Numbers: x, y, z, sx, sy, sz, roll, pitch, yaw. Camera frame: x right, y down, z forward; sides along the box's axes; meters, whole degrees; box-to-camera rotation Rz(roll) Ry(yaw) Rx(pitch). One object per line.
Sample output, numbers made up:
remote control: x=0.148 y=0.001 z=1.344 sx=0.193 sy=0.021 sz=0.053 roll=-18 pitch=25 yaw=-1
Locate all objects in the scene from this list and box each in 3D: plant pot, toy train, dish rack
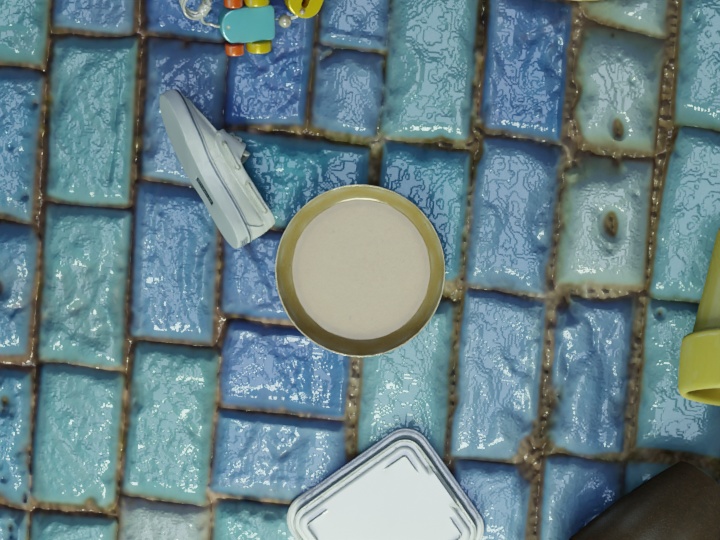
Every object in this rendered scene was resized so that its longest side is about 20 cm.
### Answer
plant pot: x=0.453 y=0.049 z=1.534 sx=0.199 sy=0.201 sz=0.190 roll=5 pitch=78 yaw=4
plant pot: x=0.333 y=0.319 z=1.573 sx=0.187 sy=0.187 sz=0.200 roll=41 pitch=81 yaw=1
toy train: x=-0.108 y=-0.341 z=1.596 sx=0.200 sy=0.056 sz=0.150 roll=-42 pitch=121 yaw=5
dish rack: x=0.028 y=0.302 z=1.651 sx=0.200 sy=0.044 sz=0.172 roll=-36 pitch=89 yaw=5
plant pot: x=0.000 y=0.000 z=1.642 sx=0.199 sy=0.027 sz=0.201 roll=0 pitch=93 yaw=4

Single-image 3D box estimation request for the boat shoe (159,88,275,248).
boat shoe: x=-0.163 y=-0.128 z=1.634 sx=0.070 sy=0.071 sz=0.201 roll=-29 pitch=87 yaw=-21
